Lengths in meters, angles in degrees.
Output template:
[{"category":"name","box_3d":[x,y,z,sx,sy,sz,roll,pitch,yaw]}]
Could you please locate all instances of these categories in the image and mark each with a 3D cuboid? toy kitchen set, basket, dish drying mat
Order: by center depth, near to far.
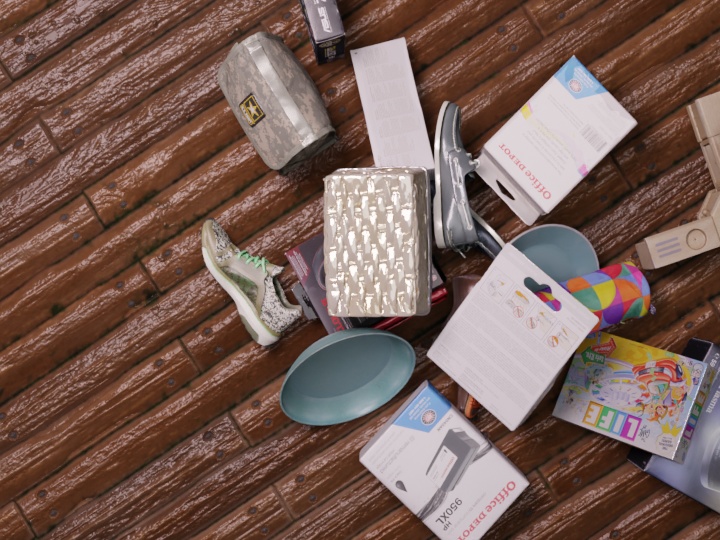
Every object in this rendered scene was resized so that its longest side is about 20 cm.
[{"category":"basket","box_3d":[0.023,-0.035,1.609,0.134,0.123,0.203,-1,95,8]},{"category":"toy kitchen set","box_3d":[0.456,-0.126,1.677,0.178,0.163,0.202,-19,89,1]},{"category":"dish drying mat","box_3d":[0.034,0.079,1.723,0.198,0.077,0.018,-30,88,0]}]

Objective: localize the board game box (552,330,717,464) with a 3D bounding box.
[{"category":"board game box","box_3d":[0.370,0.167,1.670,0.199,0.034,0.136,16,82,44]}]

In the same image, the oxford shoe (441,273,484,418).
[{"category":"oxford shoe","box_3d":[0.152,0.105,1.736,0.072,0.071,0.203,6,88,24]}]

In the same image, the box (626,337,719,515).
[{"category":"box","box_3d":[0.510,0.229,1.693,0.197,0.123,0.202,28,91,0]}]

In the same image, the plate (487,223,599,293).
[{"category":"plate","box_3d":[0.246,0.028,1.711,0.198,0.026,0.203,-11,115,-23]}]

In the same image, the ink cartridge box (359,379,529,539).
[{"category":"ink cartridge box","box_3d":[0.116,0.276,1.716,0.200,0.084,0.145,43,90,1]}]

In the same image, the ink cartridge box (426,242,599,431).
[{"category":"ink cartridge box","box_3d":[0.204,0.086,1.635,0.162,0.050,0.201,41,111,15]}]

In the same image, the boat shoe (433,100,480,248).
[{"category":"boat shoe","box_3d":[0.134,-0.131,1.668,0.061,0.073,0.203,0,82,15]}]

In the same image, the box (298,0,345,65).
[{"category":"box","box_3d":[-0.068,-0.399,1.689,0.048,0.161,0.203,-16,90,0]}]

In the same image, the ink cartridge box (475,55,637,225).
[{"category":"ink cartridge box","box_3d":[0.259,-0.172,1.699,0.200,0.125,0.129,-44,89,0]}]

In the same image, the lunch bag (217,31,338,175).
[{"category":"lunch bag","box_3d":[-0.112,-0.228,1.669,0.117,0.200,0.165,-31,90,0]}]

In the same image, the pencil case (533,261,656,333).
[{"category":"pencil case","box_3d":[0.307,0.053,1.689,0.198,0.088,0.090,-14,89,-20]}]

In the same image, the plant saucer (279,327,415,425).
[{"category":"plant saucer","box_3d":[-0.022,0.139,1.689,0.198,0.201,0.036,-25,53,0]}]

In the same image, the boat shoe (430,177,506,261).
[{"category":"boat shoe","box_3d":[0.141,-0.061,1.725,0.062,0.075,0.200,-45,88,-2]}]

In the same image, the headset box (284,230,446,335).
[{"category":"headset box","box_3d":[0.000,0.000,1.715,0.198,0.075,0.150,-29,90,9]}]

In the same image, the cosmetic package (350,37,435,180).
[{"category":"cosmetic package","box_3d":[0.045,-0.218,1.717,0.081,0.051,0.203,-12,74,0]}]

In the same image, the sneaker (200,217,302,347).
[{"category":"sneaker","box_3d":[-0.148,0.004,1.721,0.088,0.077,0.201,-31,97,18]}]
